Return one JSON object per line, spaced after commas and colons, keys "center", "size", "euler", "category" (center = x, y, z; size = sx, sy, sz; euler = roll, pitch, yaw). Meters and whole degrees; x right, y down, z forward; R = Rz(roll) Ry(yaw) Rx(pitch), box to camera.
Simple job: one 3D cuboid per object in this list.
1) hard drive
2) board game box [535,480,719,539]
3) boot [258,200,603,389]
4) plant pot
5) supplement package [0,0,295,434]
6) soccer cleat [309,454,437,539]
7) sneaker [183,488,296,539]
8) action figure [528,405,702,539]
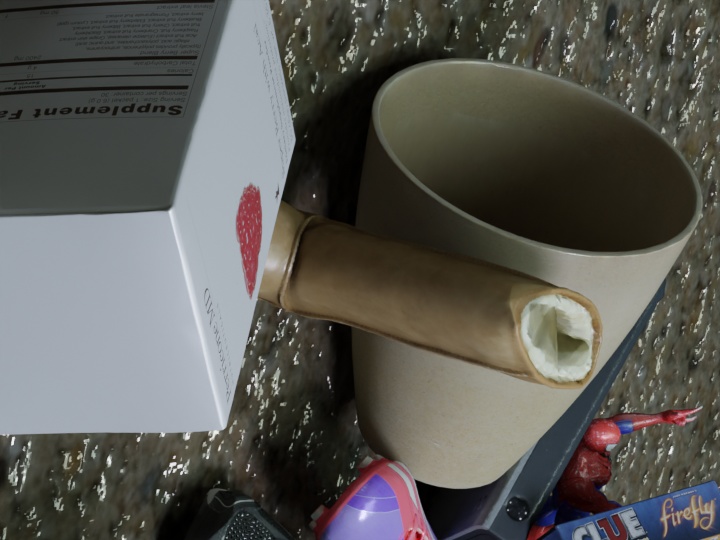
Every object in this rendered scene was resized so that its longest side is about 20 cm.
{"center": [0.105, 0.093, 1.641], "size": [0.200, 0.033, 0.140], "euler": [-58, -172, -24], "category": "hard drive"}
{"center": [0.117, 0.195, 1.635], "size": [0.135, 0.035, 0.200], "euler": [-11, 158, -40], "category": "board game box"}
{"center": [0.000, 0.000, 1.338], "size": [0.175, 0.200, 0.066], "euler": [13, 93, -59], "category": "boot"}
{"center": [0.070, 0.016, 1.507], "size": [0.187, 0.187, 0.200], "euler": [-30, 145, -49], "category": "plant pot"}
{"center": [-0.106, -0.039, 1.154], "size": [0.200, 0.119, 0.122], "euler": [-79, 163, -49], "category": "supplement package"}
{"center": [0.022, 0.159, 1.524], "size": [0.067, 0.076, 0.200], "euler": [-45, 163, -10], "category": "soccer cleat"}
{"center": [-0.023, 0.186, 1.481], "size": [0.200, 0.086, 0.081], "euler": [49, 52, -43], "category": "sneaker"}
{"center": [0.159, 0.143, 1.701], "size": [0.200, 0.099, 0.065], "euler": [96, -7, -60], "category": "action figure"}
